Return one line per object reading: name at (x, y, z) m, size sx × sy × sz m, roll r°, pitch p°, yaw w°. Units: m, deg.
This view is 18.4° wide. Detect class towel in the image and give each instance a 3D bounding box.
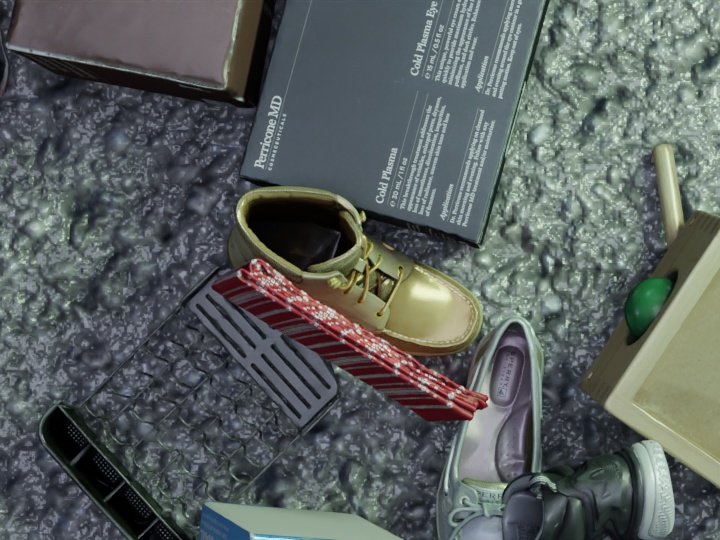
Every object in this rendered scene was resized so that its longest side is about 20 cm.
towel at (-0.010, 0.052, 1.577) m, size 0.199 × 0.145 × 0.023 m, roll 31°, pitch 80°, yaw -8°

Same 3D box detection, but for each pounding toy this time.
pounding toy at (0.256, 0.041, 1.589) m, size 0.199 × 0.142 × 0.185 m, roll 34°, pitch 93°, yaw -6°

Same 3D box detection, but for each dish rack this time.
dish rack at (-0.121, 0.104, 1.646) m, size 0.200 × 0.055 × 0.153 m, roll -44°, pitch 87°, yaw 2°

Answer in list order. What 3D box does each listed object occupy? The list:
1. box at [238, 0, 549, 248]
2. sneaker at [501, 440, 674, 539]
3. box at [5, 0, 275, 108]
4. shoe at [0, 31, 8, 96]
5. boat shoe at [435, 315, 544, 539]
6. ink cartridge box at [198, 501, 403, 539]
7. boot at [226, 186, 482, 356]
box at (0.028, -0.137, 1.612) m, size 0.180 × 0.104 × 0.202 m, roll 16°, pitch 90°, yaw 4°
sneaker at (0.154, 0.190, 1.559) m, size 0.113 × 0.201 × 0.076 m, roll -5°, pitch 52°, yaw -4°
box at (-0.144, -0.234, 1.597) m, size 0.163 × 0.166 × 0.202 m, roll 11°, pitch 89°, yaw 4°
shoe at (-0.316, -0.117, 1.658) m, size 0.090 × 0.071 × 0.202 m, roll 1°, pitch 86°, yaw 9°
boat shoe at (0.097, 0.135, 1.604) m, size 0.074 × 0.065 × 0.204 m, roll 11°, pitch 77°, yaw 5°
ink cartridge box at (-0.051, 0.279, 1.579) m, size 0.127 × 0.125 × 0.202 m, roll 7°, pitch 93°, yaw -22°
boot at (0.000, 0.000, 1.582) m, size 0.199 × 0.155 × 0.073 m, roll 25°, pitch 80°, yaw 0°
